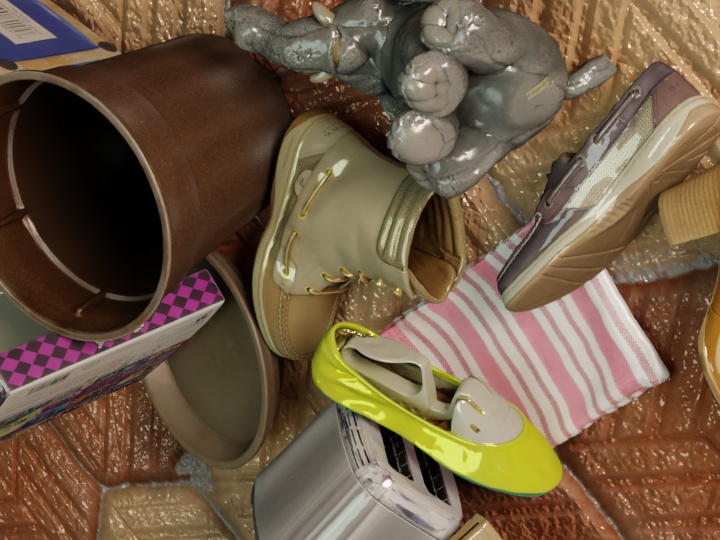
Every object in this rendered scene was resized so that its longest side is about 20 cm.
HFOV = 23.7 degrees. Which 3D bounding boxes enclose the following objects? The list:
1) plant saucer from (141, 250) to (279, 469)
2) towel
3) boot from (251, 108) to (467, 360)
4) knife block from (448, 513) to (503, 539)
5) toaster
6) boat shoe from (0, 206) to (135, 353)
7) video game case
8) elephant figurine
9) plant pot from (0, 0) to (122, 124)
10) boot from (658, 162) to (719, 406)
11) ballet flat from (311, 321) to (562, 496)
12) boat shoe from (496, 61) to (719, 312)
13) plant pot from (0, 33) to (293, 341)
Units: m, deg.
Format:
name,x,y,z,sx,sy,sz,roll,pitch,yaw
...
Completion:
name,x,y,z,sx,sy,sz,roll,pitch,yaw
plant saucer,-0.126,0.064,1.398,0.200,0.029,0.201,27,126,45
towel,0.113,0.058,1.227,0.200,0.030,0.147,-38,84,42
boot,0.000,0.000,1.253,0.155,0.073,0.201,30,120,38
knife block,0.129,0.280,1.223,0.176,0.064,0.200,43,168,28
toaster,-0.003,0.179,1.263,0.113,0.200,0.129,34,106,-18
boat shoe,-0.250,0.031,1.379,0.200,0.063,0.073,-42,74,2
video game case,-0.225,0.078,1.340,0.036,0.200,0.181,60,143,8
elephant figurine,0.034,-0.150,1.143,0.142,0.155,0.200,-53,40,5
plant pot,-0.307,-0.126,1.381,0.200,0.200,0.180,37,121,22
boot,0.276,0.016,1.048,0.144,0.071,0.202,-18,96,40
ballet flat,0.054,0.094,1.213,0.200,0.067,0.067,26,134,16
boat shoe,0.153,-0.052,1.119,0.200,0.072,0.065,-50,61,33
plant pot,-0.162,-0.080,1.268,0.200,0.198,0.201,15,121,27
